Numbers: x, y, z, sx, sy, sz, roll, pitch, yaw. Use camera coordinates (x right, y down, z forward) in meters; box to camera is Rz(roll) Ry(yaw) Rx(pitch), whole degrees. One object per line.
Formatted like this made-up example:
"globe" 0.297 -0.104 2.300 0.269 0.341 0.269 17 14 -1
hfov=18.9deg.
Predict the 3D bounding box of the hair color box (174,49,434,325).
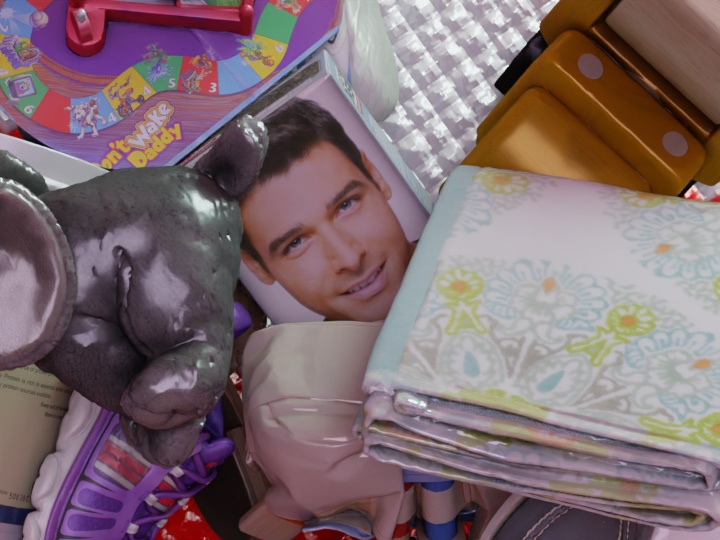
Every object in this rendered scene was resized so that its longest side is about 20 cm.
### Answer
"hair color box" 0.000 0.000 1.104 0.099 0.061 0.200 -34 105 8

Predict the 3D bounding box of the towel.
"towel" 0.100 0.028 0.984 0.170 0.048 0.200 11 41 12

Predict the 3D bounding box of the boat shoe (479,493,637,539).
"boat shoe" 0.078 0.174 0.990 0.072 0.062 0.201 15 120 -18

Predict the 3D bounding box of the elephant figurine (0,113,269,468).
"elephant figurine" -0.159 0.009 0.949 0.199 0.142 0.156 13 59 -16

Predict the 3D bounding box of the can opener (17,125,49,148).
"can opener" -0.086 -0.044 1.144 0.199 0.053 0.067 13 81 -2

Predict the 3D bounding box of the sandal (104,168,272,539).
"sandal" -0.075 0.034 1.142 0.069 0.077 0.213 -22 93 -39

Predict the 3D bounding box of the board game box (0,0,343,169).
"board game box" -0.104 -0.148 1.083 0.200 0.039 0.158 -40 81 -14

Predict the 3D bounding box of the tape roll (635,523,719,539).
"tape roll" 0.163 0.114 1.075 0.070 0.202 0.204 17 82 -2

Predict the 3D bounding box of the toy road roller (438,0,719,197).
"toy road roller" 0.127 -0.073 1.095 0.123 0.200 0.146 42 60 0

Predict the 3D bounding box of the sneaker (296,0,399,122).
"sneaker" -0.023 -0.170 1.159 0.072 0.072 0.201 -9 77 19

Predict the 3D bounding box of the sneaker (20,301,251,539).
"sneaker" -0.107 0.098 1.056 0.083 0.081 0.201 17 88 14

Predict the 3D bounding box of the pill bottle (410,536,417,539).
"pill bottle" -0.009 0.197 1.094 0.199 0.112 0.113 -8 84 -5

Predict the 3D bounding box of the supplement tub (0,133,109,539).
"supplement tub" -0.206 0.032 1.073 0.144 0.145 0.201 16 87 -3

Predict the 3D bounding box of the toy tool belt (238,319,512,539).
"toy tool belt" 0.039 0.089 1.052 0.199 0.123 0.125 0 41 -1
